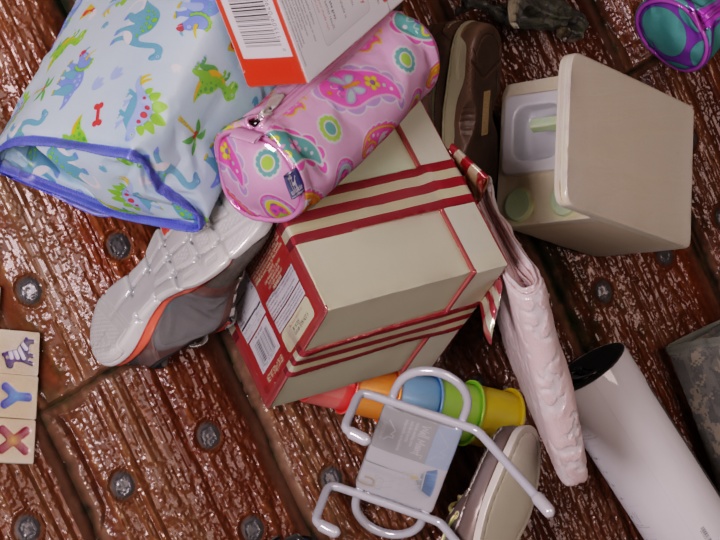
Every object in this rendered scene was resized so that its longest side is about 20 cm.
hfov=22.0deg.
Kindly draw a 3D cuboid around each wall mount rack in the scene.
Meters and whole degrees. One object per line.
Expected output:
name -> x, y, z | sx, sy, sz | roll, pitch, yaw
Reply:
wall mount rack -> 0.058, 0.175, 1.451 | 0.173, 0.201, 0.075 | 19, 42, 2

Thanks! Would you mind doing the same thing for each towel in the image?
towel -> 0.135, 0.045, 1.506 | 0.032, 0.191, 0.201 | -18, 124, 0

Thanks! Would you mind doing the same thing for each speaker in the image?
speaker -> 0.249, 0.164, 1.643 | 0.081, 0.081, 0.200 | -40, 102, -28

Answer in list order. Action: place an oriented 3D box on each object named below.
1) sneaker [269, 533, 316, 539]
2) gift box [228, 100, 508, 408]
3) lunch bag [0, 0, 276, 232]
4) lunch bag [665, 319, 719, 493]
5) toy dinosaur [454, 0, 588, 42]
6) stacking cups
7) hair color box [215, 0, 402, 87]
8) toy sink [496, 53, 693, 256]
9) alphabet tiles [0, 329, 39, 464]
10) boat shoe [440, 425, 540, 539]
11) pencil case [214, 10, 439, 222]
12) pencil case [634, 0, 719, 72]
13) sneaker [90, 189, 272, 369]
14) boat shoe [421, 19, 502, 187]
sneaker -> -0.078, 0.242, 1.451 | 0.199, 0.070, 0.078 | 13, 73, -35
gift box -> 0.000, 0.000, 1.447 | 0.186, 0.185, 0.201 | -16, 71, -29
lunch bag -> -0.172, -0.132, 1.380 | 0.127, 0.199, 0.171 | 50, 60, -46
lunch bag -> 0.406, 0.106, 1.725 | 0.200, 0.117, 0.165 | -23, 95, -37
toy dinosaur -> 0.138, -0.231, 1.622 | 0.200, 0.088, 0.048 | -11, 122, -64
stacking cups -> 0.038, 0.106, 1.548 | 0.199, 0.060, 0.061 | 15, 75, -23
hair color box -> -0.023, -0.229, 1.340 | 0.200, 0.064, 0.111 | -44, 124, -40
toy sink -> 0.189, -0.095, 1.602 | 0.200, 0.112, 0.131 | 14, 75, -49
alphabet tiles -> -0.331, 0.087, 1.357 | 0.199, 0.006, 0.167 | 7, 80, -29
boat shoe -> 0.095, 0.220, 1.535 | 0.072, 0.059, 0.201 | 18, 86, -50
pencil case -> -0.023, -0.116, 1.347 | 0.200, 0.087, 0.088 | -44, 105, -39
pencil case -> 0.352, -0.268, 1.760 | 0.200, 0.092, 0.085 | -38, 102, -28
sneaker -> -0.121, 0.008, 1.404 | 0.082, 0.200, 0.077 | 21, 44, -39
boat shoe -> 0.073, -0.114, 1.592 | 0.075, 0.075, 0.203 | -5, 105, -55
